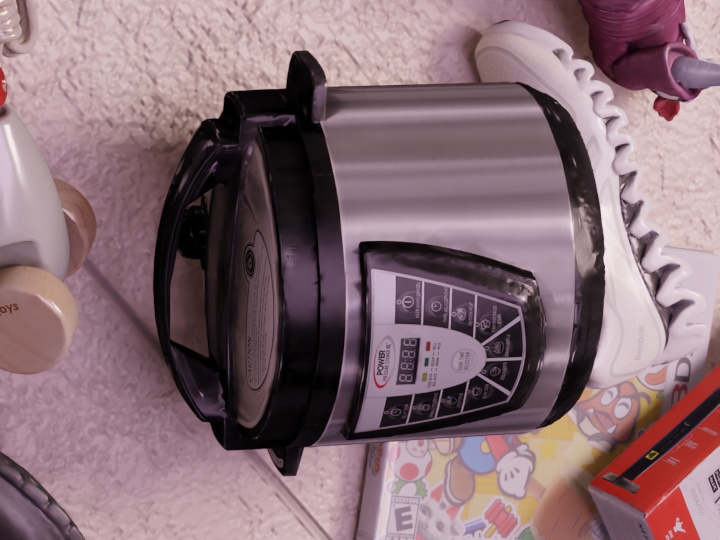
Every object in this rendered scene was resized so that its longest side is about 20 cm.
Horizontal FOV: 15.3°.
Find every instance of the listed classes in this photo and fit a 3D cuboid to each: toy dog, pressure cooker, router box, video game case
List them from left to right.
[{"bbox_3d":[-0.191,-0.047,1.219,0.096,0.132,0.201,-12,100,12],"label":"toy dog"},{"bbox_3d":[-0.001,0.000,1.279,0.199,0.179,0.177,-2,71,-16],"label":"pressure cooker"},{"bbox_3d":[0.098,0.070,1.436,0.199,0.023,0.183,7,93,-30],"label":"video game case"},{"bbox_3d":[0.231,0.139,1.482,0.179,0.049,0.200,-40,126,-19],"label":"router box"}]

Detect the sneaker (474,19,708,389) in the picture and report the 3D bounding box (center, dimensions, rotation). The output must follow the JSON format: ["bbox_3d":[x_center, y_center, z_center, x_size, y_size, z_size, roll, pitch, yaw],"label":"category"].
[{"bbox_3d":[0.105,-0.033,1.383,0.081,0.075,0.201,-28,94,-24],"label":"sneaker"}]

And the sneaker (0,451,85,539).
[{"bbox_3d":[-0.162,0.162,1.274,0.091,0.076,0.200,-37,111,-14],"label":"sneaker"}]

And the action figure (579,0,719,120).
[{"bbox_3d":[0.133,-0.143,1.375,0.148,0.134,0.200,-13,137,7],"label":"action figure"}]
